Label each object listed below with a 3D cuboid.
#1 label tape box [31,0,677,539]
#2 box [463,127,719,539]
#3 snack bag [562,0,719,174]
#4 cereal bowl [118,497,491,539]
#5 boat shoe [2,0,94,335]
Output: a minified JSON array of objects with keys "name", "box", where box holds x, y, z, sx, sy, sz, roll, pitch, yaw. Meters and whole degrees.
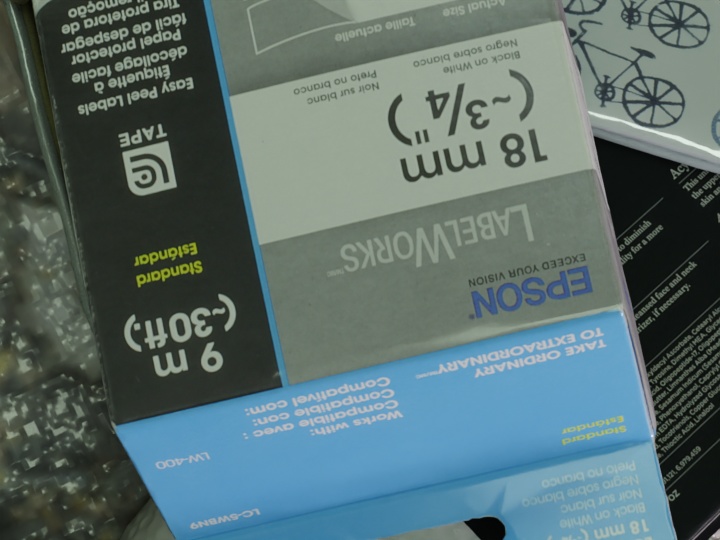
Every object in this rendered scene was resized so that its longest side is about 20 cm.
[{"name":"label tape box","box":[0.000,0.000,0.701,0.144,0.063,0.200,-13,78,5]},{"name":"box","box":[0.097,-0.004,0.785,0.200,0.079,0.141,-40,79,-18]},{"name":"snack bag","box":[0.096,-0.126,0.785,0.188,0.021,0.200,18,65,8]},{"name":"cereal bowl","box":[0.008,0.141,0.813,0.200,0.083,0.200,0,91,-11]},{"name":"boat shoe","box":[-0.081,-0.071,0.784,0.065,0.074,0.202,-26,106,-45]}]
